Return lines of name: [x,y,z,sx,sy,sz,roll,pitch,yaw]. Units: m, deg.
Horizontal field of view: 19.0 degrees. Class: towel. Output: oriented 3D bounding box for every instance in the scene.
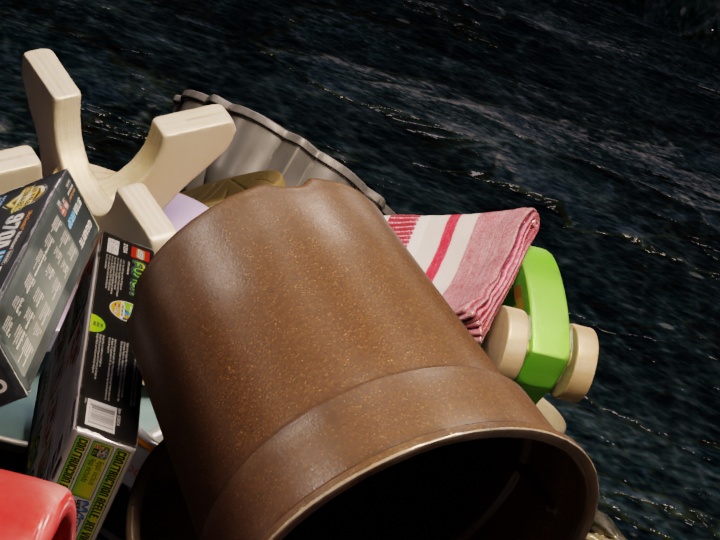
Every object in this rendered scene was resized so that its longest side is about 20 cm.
towel: [0.000,0.000,1.330,0.198,0.023,0.144,-1,29,21]

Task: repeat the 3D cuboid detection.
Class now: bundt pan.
bundt pan: [-0.072,-0.048,1.615,0.201,0.076,0.202,31,-11,6]

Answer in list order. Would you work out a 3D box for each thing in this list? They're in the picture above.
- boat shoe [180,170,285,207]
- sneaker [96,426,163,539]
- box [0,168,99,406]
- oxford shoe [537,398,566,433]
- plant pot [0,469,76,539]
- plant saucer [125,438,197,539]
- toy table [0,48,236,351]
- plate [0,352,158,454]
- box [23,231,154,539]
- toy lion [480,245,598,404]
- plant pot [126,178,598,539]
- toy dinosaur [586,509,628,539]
boat shoe: [-0.133,-0.019,1.518,0.199,0.064,0.073,-13,19,26]
sneaker: [-0.064,0.126,1.232,0.199,0.080,0.078,3,24,-48]
box: [-0.237,0.028,1.174,0.158,0.046,0.200,-21,23,14]
oxford shoe: [0.083,0.046,1.543,0.200,0.074,0.071,45,-15,-1]
plant pot: [-0.212,0.159,0.784,0.181,0.202,0.201,12,18,-2]
plant saucer: [-0.034,0.161,1.126,0.199,0.030,0.201,19,44,-19]
toy table: [-0.168,-0.039,1.343,0.199,0.118,0.184,-26,56,-36]
plate: [-0.216,0.069,1.312,0.199,0.026,0.200,19,17,-6]
box: [-0.151,0.076,1.170,0.034,0.111,0.201,19,28,-13]
toy lion: [0.077,0.060,1.399,0.068,0.201,0.193,13,38,-16]
plant pot: [-0.014,0.075,1.067,0.199,0.201,0.199,6,40,-38]
toy dinosaur: [0.145,0.171,1.383,0.088,0.048,0.200,23,10,-46]
